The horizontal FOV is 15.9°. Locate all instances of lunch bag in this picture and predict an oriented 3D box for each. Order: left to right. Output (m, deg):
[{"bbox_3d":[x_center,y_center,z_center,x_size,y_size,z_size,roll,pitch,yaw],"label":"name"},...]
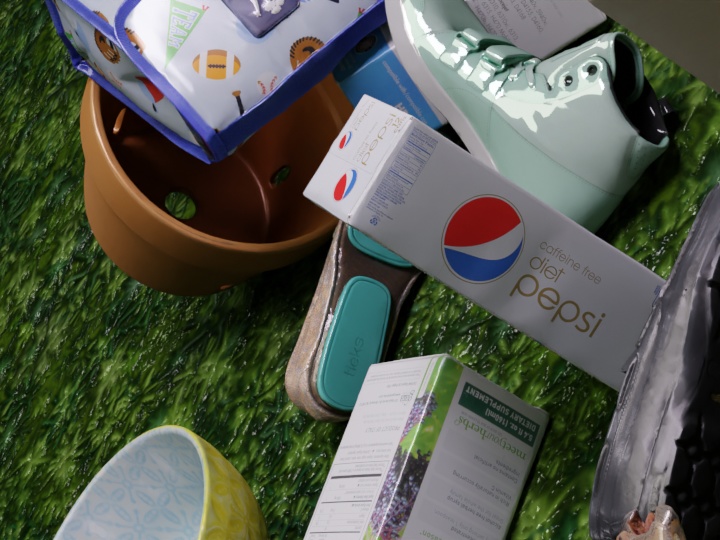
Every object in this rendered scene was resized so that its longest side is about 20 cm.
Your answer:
[{"bbox_3d":[-0.084,-0.169,1.581,0.170,0.124,0.200,-41,48,-10],"label":"lunch bag"}]

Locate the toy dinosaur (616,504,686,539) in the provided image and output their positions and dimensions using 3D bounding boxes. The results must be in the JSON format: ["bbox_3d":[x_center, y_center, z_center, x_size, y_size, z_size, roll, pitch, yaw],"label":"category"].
[{"bbox_3d":[0.142,0.191,1.094,0.135,0.086,0.200,-31,25,47],"label":"toy dinosaur"}]

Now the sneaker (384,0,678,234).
[{"bbox_3d":[0.100,-0.118,1.463,0.118,0.074,0.201,-43,68,31],"label":"sneaker"}]

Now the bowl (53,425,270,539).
[{"bbox_3d":[-0.109,0.204,1.532,0.200,0.108,0.200,-42,30,31],"label":"bowl"}]

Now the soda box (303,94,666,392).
[{"bbox_3d":[0.073,-0.011,1.324,0.064,0.200,0.068,-58,26,0],"label":"soda box"}]

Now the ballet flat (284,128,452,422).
[{"bbox_3d":[0.000,0.000,1.605,0.067,0.068,0.200,-15,48,65],"label":"ballet flat"}]

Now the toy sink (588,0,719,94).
[{"bbox_3d":[0.233,-0.170,1.289,0.200,0.130,0.112,-14,50,57],"label":"toy sink"}]

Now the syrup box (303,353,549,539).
[{"bbox_3d":[0.021,0.153,1.387,0.081,0.079,0.200,-11,53,57],"label":"syrup box"}]

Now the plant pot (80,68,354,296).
[{"bbox_3d":[-0.104,-0.072,1.744,0.140,0.200,0.200,130,158,-56],"label":"plant pot"}]

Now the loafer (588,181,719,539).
[{"bbox_3d":[0.158,0.045,1.264,0.070,0.068,0.201,-1,65,50],"label":"loafer"}]

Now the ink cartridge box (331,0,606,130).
[{"bbox_3d":[0.075,-0.167,1.595,0.200,0.067,0.116,-32,27,6],"label":"ink cartridge box"}]
